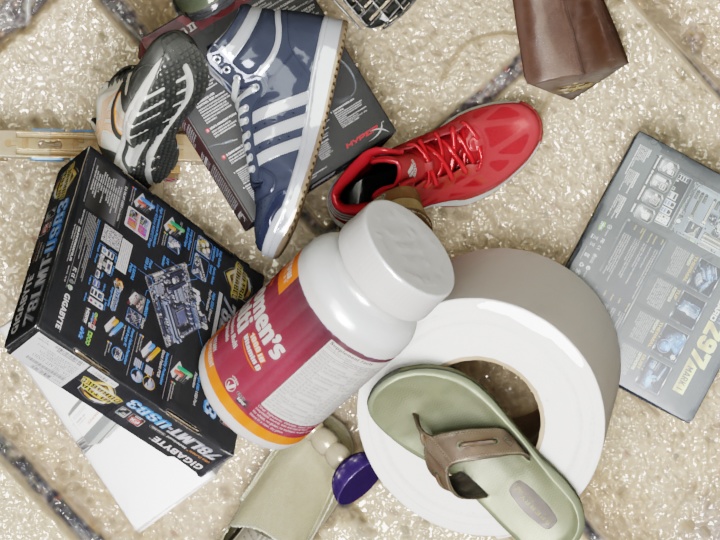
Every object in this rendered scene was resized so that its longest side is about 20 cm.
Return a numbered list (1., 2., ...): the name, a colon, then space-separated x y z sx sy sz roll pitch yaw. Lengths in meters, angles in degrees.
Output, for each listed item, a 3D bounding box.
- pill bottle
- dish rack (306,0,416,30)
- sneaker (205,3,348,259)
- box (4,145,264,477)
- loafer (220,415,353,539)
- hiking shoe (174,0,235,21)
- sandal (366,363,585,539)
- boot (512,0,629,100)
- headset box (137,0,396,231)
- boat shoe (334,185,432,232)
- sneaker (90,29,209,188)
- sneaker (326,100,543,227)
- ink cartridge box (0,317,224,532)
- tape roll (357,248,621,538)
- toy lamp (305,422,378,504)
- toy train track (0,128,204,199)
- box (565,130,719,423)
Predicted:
1. pill bottle: -0.026 0.041 1.471 0.110 0.110 0.200 47 120 1
2. dish rack: -0.033 -0.287 1.601 0.200 0.154 0.054 48 132 -8
3. sneaker: -0.084 -0.117 1.542 0.107 0.070 0.202 15 84 -4
4. box: -0.172 0.032 1.525 0.050 0.201 0.198 -31 125 34
5. loafer: -0.071 0.214 1.635 0.075 0.068 0.201 30 91 1
6. hiking shoe: -0.167 -0.292 1.585 0.075 0.101 0.200 -35 49 -17
7. sandal: 0.093 0.147 1.479 0.200 0.057 0.080 39 112 -1
8. boot: 0.124 -0.235 1.623 0.185 0.064 0.202 -14 94 -11
9. headset box: -0.086 -0.159 1.619 0.148 0.075 0.201 -33 90 -10
10. boat shoe: 0.000 0.000 1.579 0.075 0.200 0.074 21 52 -26
11. sneaker: -0.180 -0.138 1.546 0.073 0.200 0.080 -25 74 -30
12. sneaker: 0.065 -0.085 1.606 0.199 0.116 0.079 -28 90 1
13. ink cartridge box: -0.201 0.106 1.599 0.084 0.145 0.201 -34 90 1
14. tape roll: 0.108 0.097 1.565 0.200 0.139 0.205 4 107 13
15. toy lamp: -0.063 0.111 1.612 0.058 0.058 0.200 -44 64 1
16. toy train track: -0.224 -0.104 1.647 0.198 0.033 0.116 1 79 -9
17. box: 0.257 0.006 1.634 0.157 0.051 0.201 28 92 4
